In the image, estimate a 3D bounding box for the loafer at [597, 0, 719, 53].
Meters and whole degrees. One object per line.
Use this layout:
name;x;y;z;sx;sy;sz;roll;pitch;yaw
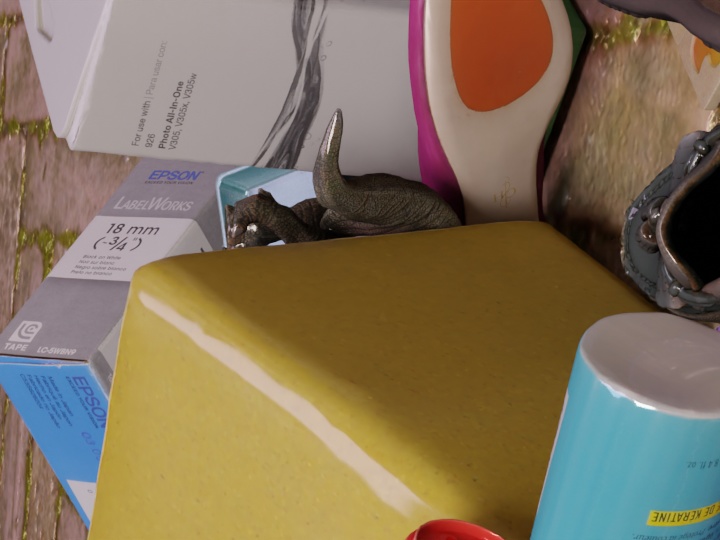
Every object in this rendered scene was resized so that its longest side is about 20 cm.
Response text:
loafer;0.130;-0.107;0.850;0.200;0.073;0.071;27;117;61

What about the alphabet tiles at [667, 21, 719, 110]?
alphabet tiles;0.137;-0.161;0.952;0.166;0.006;0.200;115;150;-43

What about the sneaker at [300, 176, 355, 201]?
sneaker;0.003;0.005;1.151;0.200;0.066;0.091;-115;2;-53

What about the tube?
tube;0.065;0.108;0.759;0.050;0.077;0.200;45;134;43

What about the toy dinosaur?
toy dinosaur;0.000;0.000;1.019;0.077;0.102;0.200;-98;10;-48

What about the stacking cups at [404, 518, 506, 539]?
stacking cups;-0.001;0.167;0.808;0.061;0.060;0.200;-115;40;-51

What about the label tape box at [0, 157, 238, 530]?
label tape box;-0.067;0.026;1.224;0.063;0.200;0.144;1;131;35

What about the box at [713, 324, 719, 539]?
box;0.176;0.071;0.695;0.200;0.097;0.176;132;137;-59

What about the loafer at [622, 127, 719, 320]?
loafer;0.126;-0.021;0.859;0.200;0.063;0.072;171;103;-68

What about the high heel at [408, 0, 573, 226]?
high heel;0.037;-0.057;1.042;0.096;0.067;0.200;34;139;56

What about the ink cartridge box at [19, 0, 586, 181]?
ink cartridge box;-0.029;-0.112;1.103;0.146;0.200;0.084;-113;34;-48

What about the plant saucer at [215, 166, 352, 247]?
plant saucer;-0.018;0.046;1.111;0.070;0.019;0.200;-20;70;37

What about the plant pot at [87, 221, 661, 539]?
plant pot;0.040;0.114;0.916;0.200;0.195;0.194;32;118;45
